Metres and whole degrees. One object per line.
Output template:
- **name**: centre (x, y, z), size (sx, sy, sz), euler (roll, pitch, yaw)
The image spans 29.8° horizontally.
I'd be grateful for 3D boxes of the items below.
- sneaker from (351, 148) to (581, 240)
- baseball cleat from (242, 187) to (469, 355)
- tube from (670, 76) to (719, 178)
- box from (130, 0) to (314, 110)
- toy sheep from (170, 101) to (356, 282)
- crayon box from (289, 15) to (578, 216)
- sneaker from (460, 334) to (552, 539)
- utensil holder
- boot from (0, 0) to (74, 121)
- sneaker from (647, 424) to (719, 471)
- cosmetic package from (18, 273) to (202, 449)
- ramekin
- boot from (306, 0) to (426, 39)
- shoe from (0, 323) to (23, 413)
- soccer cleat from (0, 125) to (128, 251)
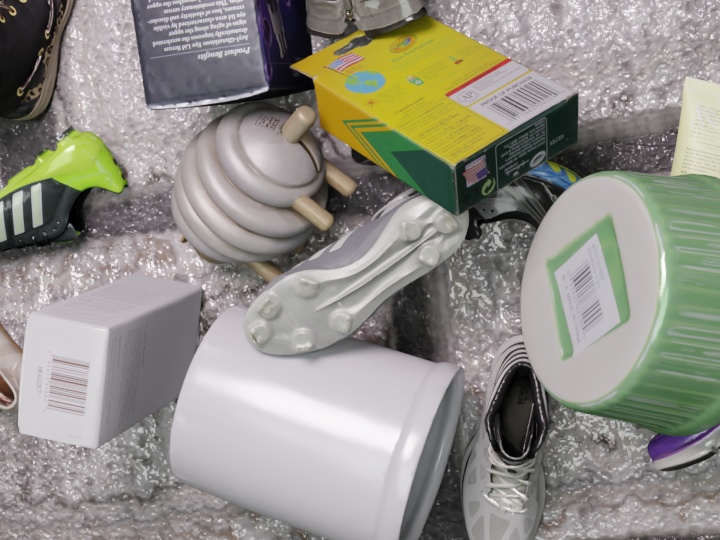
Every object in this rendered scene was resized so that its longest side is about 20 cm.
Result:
- **sneaker**: centre (0.082, -0.070, 1.101), size (0.199, 0.071, 0.083), euler (19, 96, 7)
- **baseball cleat**: centre (0.000, 0.000, 1.070), size (0.200, 0.106, 0.070), euler (-28, 102, 9)
- **tube**: centre (0.272, -0.047, 1.073), size (0.058, 0.052, 0.201), euler (8, 99, -28)
- **box**: centre (-0.114, -0.234, 1.086), size (0.104, 0.148, 0.201), euler (-7, 98, 14)
- **toy sheep**: centre (-0.084, -0.070, 1.110), size (0.138, 0.138, 0.200), euler (46, 131, 3)
- **crayon box**: centre (0.054, -0.130, 1.045), size (0.200, 0.127, 0.051), euler (38, 148, 39)
- **sneaker**: centre (0.114, 0.159, 1.105), size (0.075, 0.115, 0.201), euler (9, 101, 12)
- **utensil holder**: centre (-0.034, 0.132, 1.113), size (0.199, 0.170, 0.170), euler (16, 102, 14)
- **boot**: centre (-0.306, -0.222, 1.132), size (0.073, 0.151, 0.201), euler (15, 102, 11)
- **sneaker**: centre (0.297, 0.079, 1.081), size (0.083, 0.081, 0.200), euler (43, 97, 18)
- **cosmetic package**: centre (-0.203, 0.070, 1.126), size (0.074, 0.200, 0.102), euler (11, 100, 12)
- **ramekin**: centre (0.206, 0.020, 1.010), size (0.097, 0.200, 0.201), euler (8, 103, -27)
- **boot**: centre (0.029, -0.254, 1.043), size (0.200, 0.068, 0.131), euler (-6, 116, 33)
- **shoe**: centre (-0.371, 0.055, 1.241), size (0.200, 0.053, 0.070), euler (43, 106, 4)
- **soccer cleat**: centre (-0.298, -0.046, 1.205), size (0.200, 0.068, 0.081), euler (-35, 102, 16)
